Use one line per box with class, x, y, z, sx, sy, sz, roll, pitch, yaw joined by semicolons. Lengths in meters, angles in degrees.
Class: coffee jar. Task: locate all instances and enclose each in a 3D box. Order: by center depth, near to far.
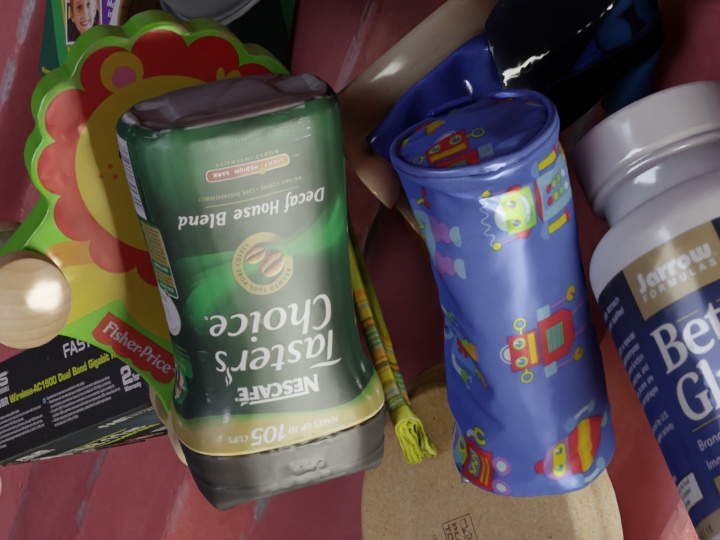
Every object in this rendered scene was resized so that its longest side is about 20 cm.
coffee jar;-0.049;0.012;0.875;0.085;0.104;0.201;-140;38;-65

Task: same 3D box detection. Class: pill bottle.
pill bottle;0.168;0.022;0.804;0.111;0.111;0.200;-40;64;43

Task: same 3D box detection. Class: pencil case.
pencil case;0.067;0.013;0.849;0.087;0.078;0.200;-132;24;-55

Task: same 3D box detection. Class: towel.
towel;0.000;0.000;0.963;0.086;0.018;0.200;74;178;-70

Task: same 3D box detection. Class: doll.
doll;0.090;-0.096;0.876;0.200;0.136;0.048;-41;38;8

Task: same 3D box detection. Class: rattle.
rattle;0.082;-0.096;0.927;0.200;0.130;0.143;-37;75;15

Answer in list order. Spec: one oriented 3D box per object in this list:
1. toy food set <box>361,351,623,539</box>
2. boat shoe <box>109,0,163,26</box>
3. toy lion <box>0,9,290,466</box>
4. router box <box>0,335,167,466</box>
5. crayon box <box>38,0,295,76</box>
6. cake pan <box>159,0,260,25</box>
toy food set;0.069;0.139;0.978;0.198;0.049;0.200;-50;58;40
boat shoe;-0.126;-0.081;1.059;0.069;0.071;0.201;-30;56;49
toy lion;-0.091;-0.023;0.925;0.192;0.200;0.069;-50;26;5
router box;-0.122;0.062;1.113;0.200;0.150;0.062;-24;76;48
crayon box;-0.123;-0.188;1.157;0.200;0.058;0.173;23;111;45
cake pan;-0.068;-0.229;0.994;0.200;0.037;0.201;-33;46;42
